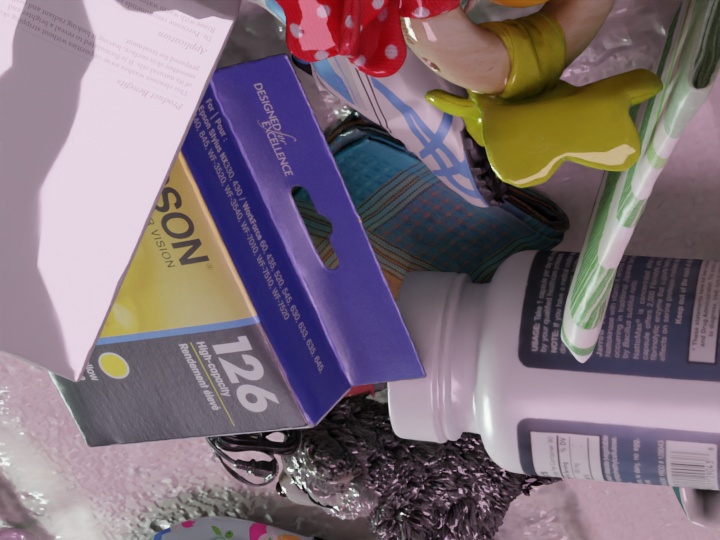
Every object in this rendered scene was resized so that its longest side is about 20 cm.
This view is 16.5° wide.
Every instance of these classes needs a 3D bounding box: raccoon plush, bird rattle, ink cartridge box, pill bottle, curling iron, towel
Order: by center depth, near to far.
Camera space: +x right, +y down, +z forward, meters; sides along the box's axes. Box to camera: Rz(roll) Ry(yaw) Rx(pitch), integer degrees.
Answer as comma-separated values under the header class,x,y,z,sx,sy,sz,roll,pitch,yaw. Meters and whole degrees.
class,x,y,z,sx,sy,sz,roll,pitch,yaw
bird rattle,0.051,-0.136,1.129,0.200,0.163,0.113,37,168,-27
towel,0.144,-0.067,1.192,0.023,0.153,0.200,22,138,0
ink cartridge box,-0.092,-0.002,1.264,0.199,0.047,0.198,-7,121,31
pill bottle,0.120,0.050,1.306,0.199,0.120,0.120,4,140,12
towel,0.000,0.000,1.360,0.146,0.022,0.200,26,132,-27
curling iron,0.002,0.068,1.369,0.199,0.050,0.026,-21,166,-27
raccoon plush,0.045,0.083,1.417,0.200,0.097,0.134,-38,137,-3

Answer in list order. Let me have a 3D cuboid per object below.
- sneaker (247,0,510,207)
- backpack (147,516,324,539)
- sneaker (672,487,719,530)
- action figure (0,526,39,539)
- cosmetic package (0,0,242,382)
class,x,y,z,sx,sy,sz,roll,pitch,yaw
sneaker,0.015,-0.100,1.215,0.072,0.072,0.200,-9,141,34
backpack,-0.062,0.244,1.551,0.199,0.151,0.178,22,136,-18
sneaker,0.223,0.067,1.388,0.070,0.094,0.200,10,138,-13
action figure,-0.309,0.166,1.481,0.200,0.134,0.149,42,88,-8
cosmetic package,-0.137,-0.063,1.121,0.112,0.081,0.201,24,116,-8
